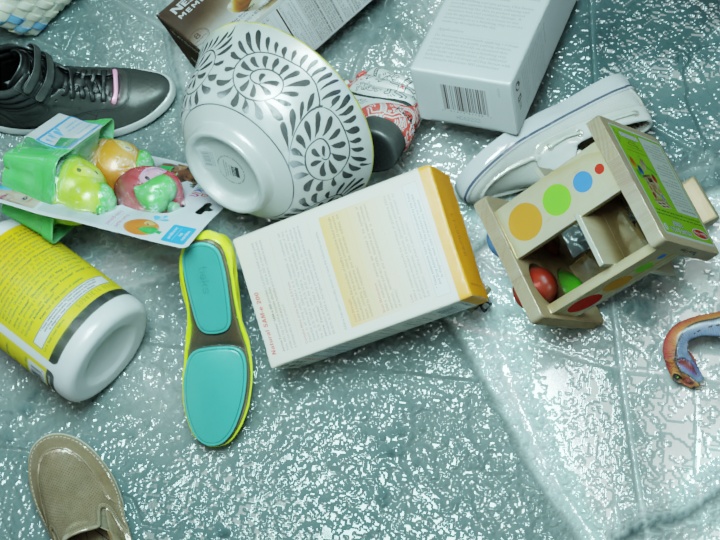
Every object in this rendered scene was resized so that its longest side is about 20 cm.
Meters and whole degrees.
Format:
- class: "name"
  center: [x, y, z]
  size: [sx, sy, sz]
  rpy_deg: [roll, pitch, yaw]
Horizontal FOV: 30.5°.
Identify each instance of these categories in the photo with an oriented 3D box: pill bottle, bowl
- class: "pill bottle"
  center: [-0.308, 0.023, 1.236]
  size: [0.200, 0.112, 0.113]
  rpy_deg: [35, 80, 15]
- class: "bowl"
  center: [-0.096, -0.114, 1.190]
  size: [0.200, 0.201, 0.094]
  rpy_deg: [31, 53, 15]

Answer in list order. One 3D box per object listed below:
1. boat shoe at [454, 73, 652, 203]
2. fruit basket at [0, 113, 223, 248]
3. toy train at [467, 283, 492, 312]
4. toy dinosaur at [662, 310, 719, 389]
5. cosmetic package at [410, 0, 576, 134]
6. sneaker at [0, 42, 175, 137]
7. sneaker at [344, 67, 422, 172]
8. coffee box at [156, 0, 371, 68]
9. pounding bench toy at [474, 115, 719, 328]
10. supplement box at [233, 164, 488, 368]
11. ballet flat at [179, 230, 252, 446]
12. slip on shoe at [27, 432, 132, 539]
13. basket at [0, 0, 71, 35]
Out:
- class: "boat shoe"
  center: [0.186, -0.109, 1.245]
  size: [0.200, 0.071, 0.070]
  rpy_deg: [-29, 69, -10]
- class: "fruit basket"
  center: [-0.225, -0.084, 1.238]
  size: [0.199, 0.185, 0.094]
  rpy_deg: [9, 115, 12]
- class: "toy train"
  center: [0.044, -0.028, 1.245]
  size: [0.200, 0.046, 0.034]
  rpy_deg: [38, 81, 16]
- class: "toy dinosaur"
  center: [0.369, 0.052, 1.189]
  size: [0.181, 0.105, 0.200]
  rpy_deg: [3, 35, 20]
- class: "cosmetic package"
  center: [0.131, -0.230, 1.250]
  size: [0.101, 0.071, 0.200]
  rpy_deg: [13, 58, 22]
- class: "sneaker"
  center: [-0.288, -0.181, 1.305]
  size: [0.199, 0.099, 0.071]
  rpy_deg: [-3, 71, 4]
- class: "sneaker"
  center: [-0.032, -0.147, 1.288]
  size: [0.201, 0.067, 0.108]
  rpy_deg: [3, 41, 29]
- class: "coffee box"
  center: [-0.084, -0.269, 1.300]
  size: [0.200, 0.080, 0.114]
  rpy_deg: [-42, 47, -7]
- class: "pounding bench toy"
  center: [0.223, -0.030, 1.193]
  size: [0.156, 0.200, 0.124]
  rpy_deg: [-35, 66, 28]
- class: "supplement box"
  center: [0.000, 0.000, 1.196]
  size: [0.200, 0.074, 0.126]
  rpy_deg: [-19, 80, 16]
- class: "ballet flat"
  center: [-0.131, 0.060, 1.221]
  size: [0.067, 0.067, 0.201]
  rpy_deg: [-1, 101, 7]
- class: "slip on shoe"
  center: [-0.249, 0.234, 1.190]
  size: [0.076, 0.061, 0.200]
  rpy_deg: [-24, 72, -1]
- class: "basket"
  center: [-0.341, -0.356, 1.333]
  size: [0.176, 0.139, 0.200]
  rpy_deg: [45, 113, 17]
